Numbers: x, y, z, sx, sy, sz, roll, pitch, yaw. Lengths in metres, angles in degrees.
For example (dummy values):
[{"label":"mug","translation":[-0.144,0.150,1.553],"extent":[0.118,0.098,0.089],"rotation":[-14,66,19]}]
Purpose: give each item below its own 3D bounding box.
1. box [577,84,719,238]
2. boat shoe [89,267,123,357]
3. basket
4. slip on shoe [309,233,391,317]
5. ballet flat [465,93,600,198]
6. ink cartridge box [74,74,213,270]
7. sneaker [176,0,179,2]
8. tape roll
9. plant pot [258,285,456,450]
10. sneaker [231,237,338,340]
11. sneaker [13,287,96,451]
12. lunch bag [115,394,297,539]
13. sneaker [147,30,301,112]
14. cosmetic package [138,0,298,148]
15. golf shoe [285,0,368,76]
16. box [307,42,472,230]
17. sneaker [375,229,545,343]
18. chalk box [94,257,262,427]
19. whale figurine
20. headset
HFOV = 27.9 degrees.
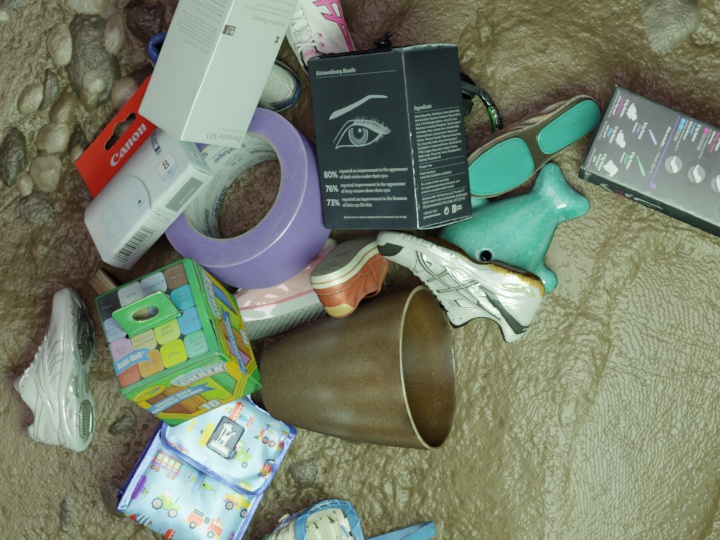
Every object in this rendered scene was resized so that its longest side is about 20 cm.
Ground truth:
[{"label":"box","translation":[0.360,-0.119,1.659],"extent":[0.199,0.122,0.107],"rotation":[24,92,8]},{"label":"boat shoe","translation":[-0.277,0.090,1.770],"extent":[0.066,0.074,0.201],"rotation":[-36,85,1]},{"label":"basket","translation":[-0.023,0.335,1.680],"extent":[0.198,0.176,0.140],"rotation":[-15,83,19]},{"label":"slip on shoe","translation":[0.000,0.000,1.679],"extent":[0.074,0.200,0.062],"rotation":[-11,105,25]},{"label":"ballet flat","translation":[0.189,-0.146,1.697],"extent":[0.199,0.067,0.068],"rotation":[-27,115,-14]},{"label":"ink cartridge box","translation":[-0.274,-0.125,1.727],"extent":[0.160,0.047,0.201],"rotation":[-46,53,17]},{"label":"sneaker","translation":[-0.131,-0.338,1.760],"extent":[0.198,0.081,0.089],"rotation":[-14,91,14]},{"label":"tape roll","translation":[-0.132,-0.085,1.710],"extent":[0.198,0.085,0.202],"rotation":[-9,68,23]},{"label":"plant pot","translation":[-0.010,0.121,1.695],"extent":[0.198,0.187,0.189],"rotation":[-6,88,23]},{"label":"sneaker","translation":[-0.105,0.017,1.753],"extent":[0.199,0.075,0.106],"rotation":[-17,69,17]},{"label":"sneaker","translation":[-0.382,0.121,1.786],"extent":[0.098,0.078,0.202],"rotation":[1,88,11]},{"label":"lunch bag","translation":[-0.179,0.227,1.739],"extent":[0.150,0.094,0.201],"rotation":[30,87,-9]},{"label":"sneaker","translation":[-0.171,-0.239,1.755],"extent":[0.198,0.085,0.078],"rotation":[16,91,7]},{"label":"cosmetic package","translation":[-0.159,-0.246,1.636],"extent":[0.081,0.112,0.201],"rotation":[31,108,31]},{"label":"golf shoe","translation":[-0.051,-0.282,1.695],"extent":[0.072,0.092,0.201],"rotation":[-24,115,25]},{"label":"box","translation":[0.033,-0.150,1.638],"extent":[0.147,0.104,0.202],"rotation":[3,101,41]},{"label":"sneaker","translation":[0.101,0.018,1.616],"extent":[0.199,0.076,0.088],"rotation":[22,101,11]},{"label":"chalk box","translation":[-0.208,0.076,1.617],"extent":[0.124,0.200,0.125],"rotation":[-23,68,7]},{"label":"whale figurine","translation":[0.175,-0.039,1.694],"extent":[0.200,0.104,0.159],"rotation":[-40,84,4]},{"label":"headset","translation":[0.083,-0.197,1.738],"extent":[0.123,0.094,0.200],"rotation":[-39,100,1]}]
